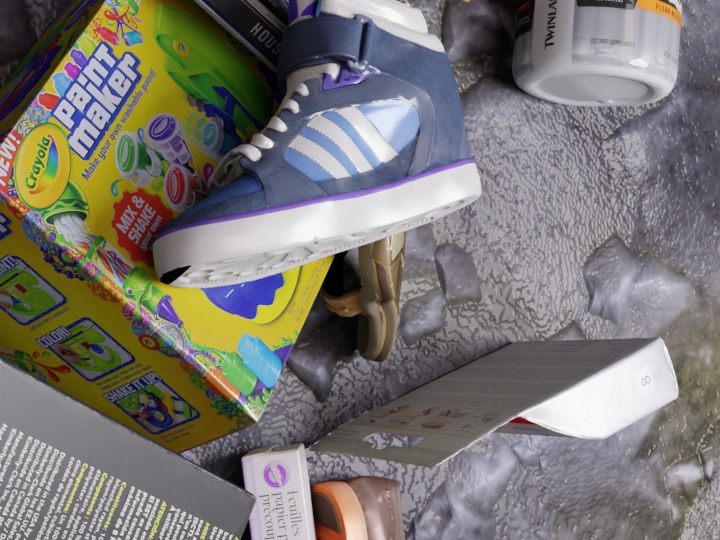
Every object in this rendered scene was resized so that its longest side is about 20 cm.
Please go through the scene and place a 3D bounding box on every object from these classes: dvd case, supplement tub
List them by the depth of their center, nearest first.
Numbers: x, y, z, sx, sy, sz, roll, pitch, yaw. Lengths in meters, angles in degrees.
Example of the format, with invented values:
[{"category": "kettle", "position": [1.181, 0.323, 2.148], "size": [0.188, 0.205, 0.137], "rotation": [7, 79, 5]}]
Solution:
[{"category": "dvd case", "position": [-0.054, -0.157, 0.793], "size": [0.025, 0.151, 0.200], "rotation": [-39, 133, 13]}, {"category": "supplement tub", "position": [0.178, -0.230, 0.971], "size": [0.121, 0.122, 0.203], "rotation": [8, 84, -31]}]

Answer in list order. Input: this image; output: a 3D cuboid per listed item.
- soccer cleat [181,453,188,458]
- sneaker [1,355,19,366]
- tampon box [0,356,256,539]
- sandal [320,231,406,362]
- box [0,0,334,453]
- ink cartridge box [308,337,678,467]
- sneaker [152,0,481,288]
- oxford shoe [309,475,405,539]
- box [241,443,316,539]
[{"category": "soccer cleat", "position": [-0.100, 0.205, 0.823], "size": [0.073, 0.068, 0.203], "rotation": [-12, 91, -55]}, {"category": "sneaker", "position": [-0.210, 0.138, 0.757], "size": [0.115, 0.078, 0.202], "rotation": [37, 71, -42]}, {"category": "tampon box", "position": [-0.178, 0.114, 0.615], "size": [0.200, 0.149, 0.128], "rotation": [40, 68, -46]}, {"category": "sandal", "position": [0.000, 0.000, 0.830], "size": [0.053, 0.200, 0.082], "rotation": [6, 73, 3]}, {"category": "box", "position": [-0.122, -0.035, 0.742], "size": [0.192, 0.121, 0.201], "rotation": [43, 47, -23]}, {"category": "ink cartridge box", "position": [0.087, 0.101, 0.879], "size": [0.198, 0.159, 0.048], "rotation": [-24, 99, -30]}, {"category": "sneaker", "position": [-0.036, -0.082, 0.686], "size": [0.198, 0.080, 0.148], "rotation": [-16, 84, -30]}, {"category": "oxford shoe", "position": [0.014, 0.238, 0.882], "size": [0.072, 0.071, 0.203], "rotation": [-6, 91, -36]}, {"category": "box", "position": [-0.043, 0.215, 0.850], "size": [0.038, 0.041, 0.203], "rotation": [-8, 89, 2]}]
